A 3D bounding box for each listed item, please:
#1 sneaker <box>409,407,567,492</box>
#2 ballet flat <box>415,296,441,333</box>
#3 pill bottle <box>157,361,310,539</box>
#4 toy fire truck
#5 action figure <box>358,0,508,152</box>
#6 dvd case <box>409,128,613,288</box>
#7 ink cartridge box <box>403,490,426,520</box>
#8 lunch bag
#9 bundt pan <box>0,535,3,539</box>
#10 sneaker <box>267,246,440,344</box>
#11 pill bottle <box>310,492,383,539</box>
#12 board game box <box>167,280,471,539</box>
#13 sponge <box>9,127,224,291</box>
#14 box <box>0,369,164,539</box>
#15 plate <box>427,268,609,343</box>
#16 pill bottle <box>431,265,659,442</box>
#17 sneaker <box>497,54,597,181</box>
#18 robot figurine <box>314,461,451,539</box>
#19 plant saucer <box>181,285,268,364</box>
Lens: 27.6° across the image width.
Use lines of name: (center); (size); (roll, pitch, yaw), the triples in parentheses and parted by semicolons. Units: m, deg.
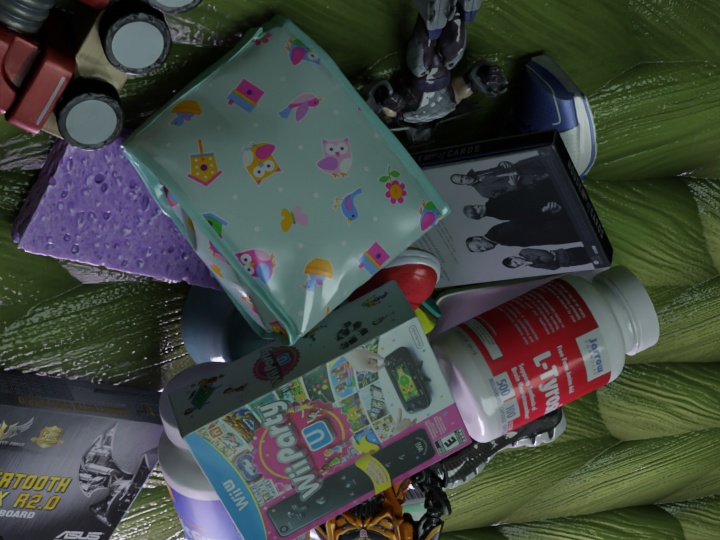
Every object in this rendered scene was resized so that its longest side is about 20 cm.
sneaker: (0.122, 0.153, 1.471); (0.199, 0.067, 0.091); (-21, 135, -21)
ballet flat: (0.000, 0.000, 1.249); (0.067, 0.067, 0.200); (-31, 132, 8)
pill bottle: (-0.114, 0.179, 1.284); (0.112, 0.112, 0.201); (-23, 131, -12)
toy fire truck: (-0.218, -0.185, 0.945); (0.199, 0.129, 0.176); (23, 116, -31)
action figure: (0.058, -0.167, 1.167); (0.130, 0.069, 0.200); (-22, 143, -27)
dvd case: (0.096, -0.046, 1.240); (0.199, 0.025, 0.150); (-7, 137, 27)
ink cartridge box: (-0.013, 0.314, 1.597); (0.160, 0.050, 0.201); (-6, 130, -28)
lunch bag: (-0.062, -0.070, 1.107); (0.170, 0.122, 0.200); (-40, 99, -11)
bundt pan: (-0.379, 0.220, 1.191); (0.201, 0.076, 0.203); (4, 110, 11)
sneaker: (-0.008, 0.065, 1.201); (0.071, 0.113, 0.200); (27, 137, -29)
pill bottle: (-0.020, 0.181, 1.414); (0.112, 0.113, 0.200); (22, 115, -44)
board game box: (-0.029, 0.118, 1.155); (0.199, 0.064, 0.148); (-27, 125, -3)
sponge: (-0.164, -0.050, 1.156); (0.199, 0.030, 0.112); (13, 114, -39)
box: (-0.280, 0.167, 1.282); (0.199, 0.048, 0.159); (13, 122, -41)
plate: (0.140, 0.075, 1.477); (0.199, 0.032, 0.201); (-12, 134, -24)
pill bottle: (0.177, 0.073, 1.390); (0.199, 0.112, 0.113); (-25, 138, -11)
sneaker: (0.135, -0.081, 1.288); (0.115, 0.081, 0.200); (-19, 139, -19)
robot figurine: (0.005, 0.172, 1.314); (0.058, 0.144, 0.201); (-28, 114, -67)
plant saucer: (-0.061, 0.036, 1.308); (0.199, 0.036, 0.201); (-18, 136, -18)
